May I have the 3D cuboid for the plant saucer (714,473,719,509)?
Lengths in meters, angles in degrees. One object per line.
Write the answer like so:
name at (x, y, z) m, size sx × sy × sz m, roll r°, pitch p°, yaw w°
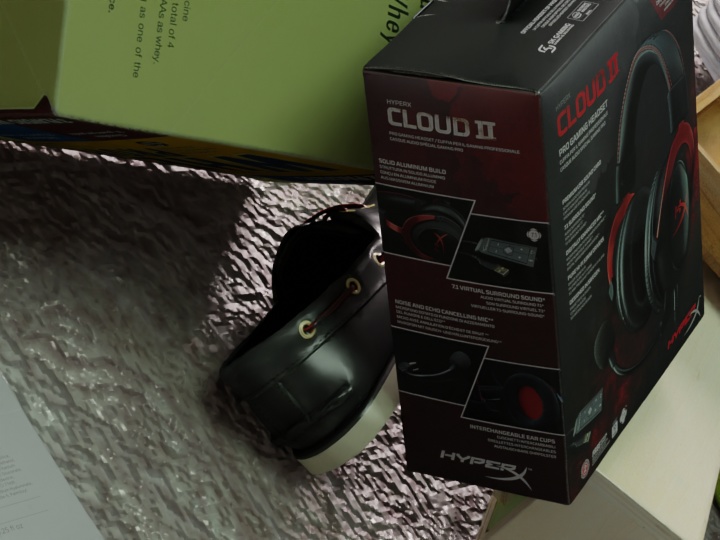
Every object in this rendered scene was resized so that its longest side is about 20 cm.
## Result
plant saucer at (0.231, 0.050, 1.205) m, size 0.200 × 0.048 × 0.200 m, roll 10°, pitch 47°, yaw -41°

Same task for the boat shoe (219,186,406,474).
boat shoe at (0.002, -0.001, 0.996) m, size 0.063 × 0.074 × 0.201 m, roll 46°, pitch 38°, yaw -13°

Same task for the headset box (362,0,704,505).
headset box at (0.071, -0.036, 0.930) m, size 0.075 × 0.200 × 0.149 m, roll 10°, pitch 34°, yaw 26°

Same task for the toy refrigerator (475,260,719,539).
toy refrigerator at (0.113, 0.061, 1.045) m, size 0.070 × 0.076 × 0.200 m, roll 39°, pitch 35°, yaw -9°

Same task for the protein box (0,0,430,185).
protein box at (-0.066, -0.142, 0.942) m, size 0.200 × 0.135 × 0.199 m, roll 7°, pitch 88°, yaw -42°

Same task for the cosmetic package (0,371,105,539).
cosmetic package at (-0.196, 0.058, 0.748) m, size 0.200 × 0.052 × 0.151 m, roll -12°, pitch 65°, yaw -51°

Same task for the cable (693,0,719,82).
cable at (0.270, -0.089, 1.348) m, size 0.200 × 0.069 × 0.200 m, roll 44°, pitch 19°, yaw -4°

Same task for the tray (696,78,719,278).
tray at (0.189, -0.042, 1.152) m, size 0.099 × 0.037 × 0.200 m, roll 49°, pitch 24°, yaw 3°
